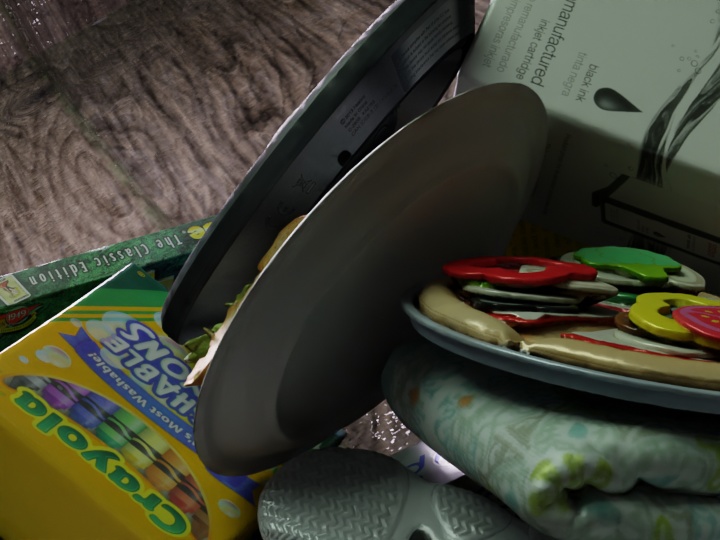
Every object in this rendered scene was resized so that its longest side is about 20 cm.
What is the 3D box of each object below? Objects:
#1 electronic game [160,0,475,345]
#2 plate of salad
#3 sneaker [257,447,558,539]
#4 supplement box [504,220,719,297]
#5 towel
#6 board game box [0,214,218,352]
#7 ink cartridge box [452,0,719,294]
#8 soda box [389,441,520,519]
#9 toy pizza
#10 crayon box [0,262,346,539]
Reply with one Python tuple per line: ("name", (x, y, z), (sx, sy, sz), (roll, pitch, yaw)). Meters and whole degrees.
("electronic game", (-0.017, -0.048, 1.104), (0.200, 0.042, 0.200), (-50, -4, -5))
("plate of salad", (0.000, 0.000, 1.046), (0.200, 0.048, 0.200), (-41, -23, -22))
("sneaker", (0.049, 0.152, 1.018), (0.199, 0.115, 0.075), (25, 49, 25))
("supplement box", (0.109, -0.012, 1.227), (0.199, 0.110, 0.109), (-11, 13, -14))
("towel", (0.126, 0.066, 0.998), (0.199, 0.048, 0.171), (5, 7, -19))
("board game box", (-0.096, 0.024, 1.219), (0.199, 0.105, 0.023), (-17, 49, -22))
("ink cartridge box", (0.151, -0.077, 1.134), (0.084, 0.199, 0.146), (101, -169, -55))
("soda box", (0.029, 0.119, 1.157), (0.199, 0.064, 0.068), (-26, 15, 10))
("toy pizza", (0.115, 0.018, 0.995), (0.199, 0.032, 0.200), (8, 9, -1))
("crayon box", (-0.100, 0.080, 1.080), (0.052, 0.126, 0.200), (-55, -7, 27))
